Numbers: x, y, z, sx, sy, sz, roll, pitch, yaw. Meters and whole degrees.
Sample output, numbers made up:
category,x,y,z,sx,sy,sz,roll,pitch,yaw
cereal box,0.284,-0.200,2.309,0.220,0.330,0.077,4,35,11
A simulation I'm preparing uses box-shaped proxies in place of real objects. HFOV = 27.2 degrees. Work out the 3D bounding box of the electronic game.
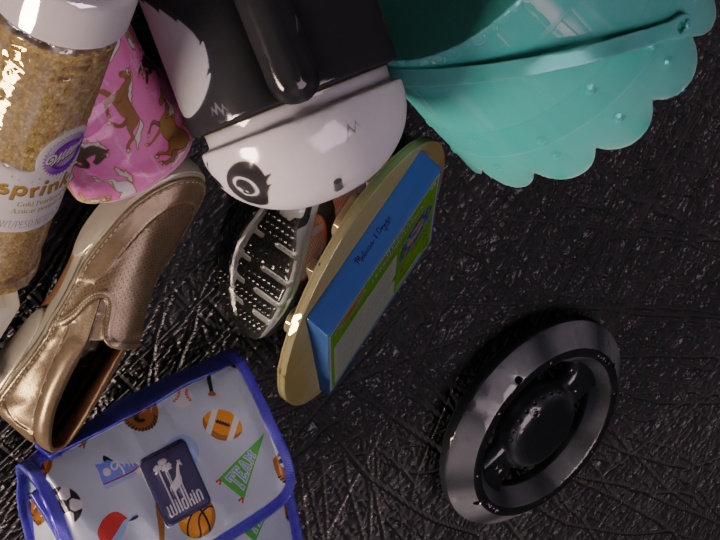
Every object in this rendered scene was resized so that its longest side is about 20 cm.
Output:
category,x,y,z,sx,sy,sz,roll,pitch,yaw
electronic game,0.146,0.128,1.262,0.199,0.042,0.202,-23,131,-29

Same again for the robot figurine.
category,x,y,z,sx,sy,sz,roll,pitch,yaw
robot figurine,-0.053,-0.132,0.809,0.150,0.124,0.202,-30,101,-55

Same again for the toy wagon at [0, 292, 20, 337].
category,x,y,z,sx,sy,sz,roll,pitch,yaw
toy wagon,-0.288,0.026,0.820,0.199,0.040,0.156,-24,131,-26

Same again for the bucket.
category,x,y,z,sx,sy,sz,roll,pitch,yaw
bucket,0.093,-0.166,0.894,0.134,0.207,0.208,34,95,-41

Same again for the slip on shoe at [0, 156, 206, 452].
category,x,y,z,sx,sy,sz,roll,pitch,yaw
slip on shoe,-0.150,0.022,0.891,0.200,0.061,0.076,-49,157,12

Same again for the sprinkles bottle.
category,x,y,z,sx,sy,sz,roll,pitch,yaw
sprinkles bottle,-0.166,-0.076,0.732,0.068,0.069,0.201,-8,143,-36

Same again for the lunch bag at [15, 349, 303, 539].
category,x,y,z,sx,sy,sz,roll,pitch,yaw
lunch bag,-0.131,0.169,0.995,0.169,0.124,0.202,-27,128,-28

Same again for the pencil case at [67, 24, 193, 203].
category,x,y,z,sx,sy,sz,roll,pitch,yaw
pencil case,-0.160,-0.126,0.790,0.086,0.083,0.201,-18,136,7

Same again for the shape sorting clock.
category,x,y,z,sx,sy,sz,roll,pitch,yaw
shape sorting clock,0.000,0.000,0.999,0.201,0.039,0.200,-56,169,-17

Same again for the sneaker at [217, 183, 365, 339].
category,x,y,z,sx,sy,sz,roll,pitch,yaw
sneaker,-0.032,-0.043,0.966,0.080,0.074,0.202,-4,124,-46
